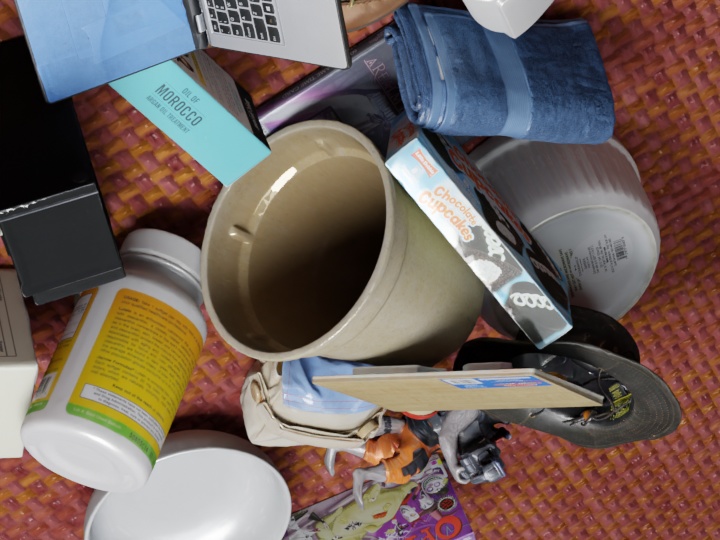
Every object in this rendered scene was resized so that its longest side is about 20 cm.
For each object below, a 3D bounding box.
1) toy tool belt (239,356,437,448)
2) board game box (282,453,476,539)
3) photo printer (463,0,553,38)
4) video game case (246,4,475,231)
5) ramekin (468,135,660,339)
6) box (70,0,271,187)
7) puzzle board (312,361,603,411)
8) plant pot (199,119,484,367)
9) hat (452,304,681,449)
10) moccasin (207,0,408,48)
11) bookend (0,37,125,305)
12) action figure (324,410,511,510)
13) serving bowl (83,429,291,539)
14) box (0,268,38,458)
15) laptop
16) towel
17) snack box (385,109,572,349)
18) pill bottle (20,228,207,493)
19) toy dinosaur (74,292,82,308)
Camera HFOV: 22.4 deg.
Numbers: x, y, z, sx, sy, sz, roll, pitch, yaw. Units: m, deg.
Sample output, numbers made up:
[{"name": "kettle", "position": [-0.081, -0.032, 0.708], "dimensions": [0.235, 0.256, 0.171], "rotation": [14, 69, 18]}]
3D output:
[{"name": "toy tool belt", "position": [-0.008, 0.091, 1.640], "dimensions": [0.199, 0.125, 0.123], "rotation": [-5, 138, -18]}, {"name": "board game box", "position": [0.005, 0.263, 1.791], "dimensions": [0.199, 0.120, 0.032], "rotation": [-23, 133, -3]}, {"name": "photo printer", "position": [0.136, -0.258, 1.365], "dimensions": [0.167, 0.069, 0.200], "rotation": [-53, 173, 4]}, {"name": "video game case", "position": [0.000, -0.120, 1.535], "dimensions": [0.199, 0.019, 0.143], "rotation": [-31, 133, 7]}, {"name": "ramekin", "position": [0.171, -0.026, 1.621], "dimensions": [0.199, 0.105, 0.201], "rotation": [-11, 131, -12]}, {"name": "box", "position": [-0.154, -0.154, 1.402], "dimensions": [0.049, 0.082, 0.200], "rotation": [-37, 131, 13]}, {"name": "puzzle board", "position": [0.082, 0.096, 1.507], "dimensions": [0.199, 0.017, 0.151], "rotation": [-4, 165, 28]}, {"name": "plant pot", "position": [0.000, 0.000, 1.513], "dimensions": [0.200, 0.201, 0.183], "rotation": [-44, 141, 17]}, {"name": "hat", "position": [0.184, 0.077, 1.575], "dimensions": [0.200, 0.081, 0.201], "rotation": [13, 152, 7]}, {"name": "moccasin", "position": [-0.047, -0.226, 1.397], "dimensions": [0.200, 0.074, 0.078], "rotation": [-6, 139, -4]}, {"name": "bookend", "position": [-0.239, -0.040, 1.386], "dimensions": [0.092, 0.199, 0.201], "rotation": [-17, 134, -7]}, {"name": "action figure", "position": [0.071, 0.156, 1.721], "dimensions": [0.193, 0.200, 0.105], "rotation": [-23, 94, -11]}, {"name": "serving bowl", "position": [-0.168, 0.221, 1.724], "dimensions": [0.199, 0.066, 0.201], "rotation": [-11, 131, -13]}, {"name": "box", "position": [-0.374, 0.077, 1.480], "dimensions": [0.199, 0.128, 0.109], "rotation": [1, 129, -21]}, {"name": "laptop", "position": [-0.130, -0.206, 1.253], "dimensions": [0.116, 0.199, 0.188], "rotation": [-49, 141, -39]}, {"name": "towel", "position": [0.118, -0.158, 1.471], "dimensions": [0.199, 0.112, 0.049], "rotation": [2, 152, -35]}, {"name": "snack box", "position": [0.096, -0.039, 1.471], "dimensions": [0.037, 0.116, 0.200], "rotation": [-37, 105, 15]}, {"name": "pill bottle", "position": [-0.191, 0.070, 1.493], "dimensions": [0.111, 0.201, 0.111], "rotation": [16, 151, 9]}, {"name": "toy dinosaur", "position": [-0.222, 0.069, 1.591], "dimensions": [0.088, 0.048, 0.201], "rotation": [-1, 126, -12]}]
